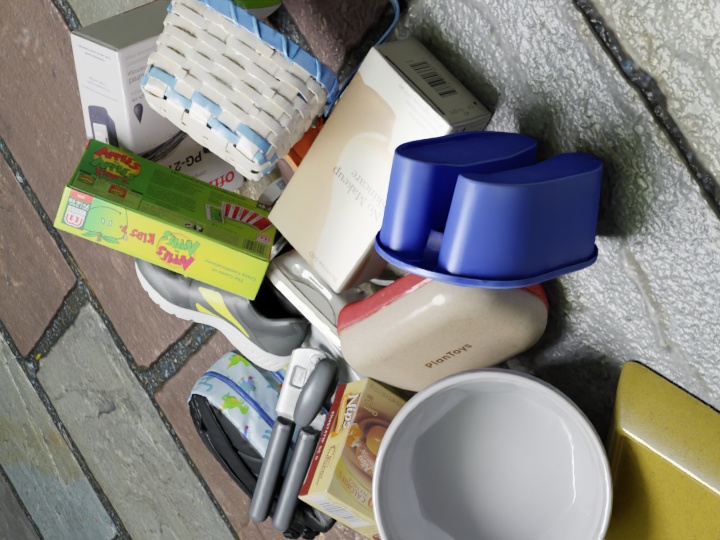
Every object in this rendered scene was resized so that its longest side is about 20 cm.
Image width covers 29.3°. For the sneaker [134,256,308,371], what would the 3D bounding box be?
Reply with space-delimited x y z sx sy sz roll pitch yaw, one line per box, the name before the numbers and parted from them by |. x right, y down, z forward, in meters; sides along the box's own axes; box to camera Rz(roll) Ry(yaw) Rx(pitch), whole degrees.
sneaker | -0.134 0.017 1.392 0.198 0.075 0.085 31 135 -3

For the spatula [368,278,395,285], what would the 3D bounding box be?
spatula | 0.000 0.000 1.326 0.199 0.021 0.057 35 160 10

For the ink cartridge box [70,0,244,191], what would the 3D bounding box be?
ink cartridge box | -0.201 -0.160 1.398 0.084 0.144 0.202 25 131 38

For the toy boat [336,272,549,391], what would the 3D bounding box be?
toy boat | 0.067 0.020 1.217 0.199 0.130 0.132 -31 47 39

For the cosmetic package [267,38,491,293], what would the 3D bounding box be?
cosmetic package | 0.013 -0.089 1.191 0.105 0.071 0.201 45 124 17

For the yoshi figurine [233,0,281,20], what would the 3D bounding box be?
yoshi figurine | -0.130 -0.297 1.247 0.113 0.111 0.202 -127 48 -57

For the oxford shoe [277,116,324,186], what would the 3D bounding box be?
oxford shoe | -0.067 -0.120 1.324 0.201 0.071 0.073 59 150 4

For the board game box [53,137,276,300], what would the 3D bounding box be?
board game box | -0.180 -0.050 1.310 0.198 0.102 0.048 21 120 -8

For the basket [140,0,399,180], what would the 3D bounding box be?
basket | -0.086 -0.196 1.166 0.175 0.201 0.139 35 178 0

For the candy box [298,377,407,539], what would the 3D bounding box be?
candy box | 0.050 0.199 1.267 0.199 0.117 0.055 34 152 -23

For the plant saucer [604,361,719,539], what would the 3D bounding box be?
plant saucer | 0.269 0.205 1.134 0.199 0.048 0.202 33 135 34

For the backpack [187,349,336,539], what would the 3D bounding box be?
backpack | -0.099 0.180 1.499 0.199 0.155 0.163 34 163 -7

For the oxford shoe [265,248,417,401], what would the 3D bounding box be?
oxford shoe | -0.006 0.050 1.315 0.200 0.058 0.075 45 177 2

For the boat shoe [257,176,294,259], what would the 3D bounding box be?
boat shoe | -0.095 -0.009 1.430 0.064 0.070 0.201 49 141 18

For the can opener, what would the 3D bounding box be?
can opener | -0.070 0.170 1.384 0.052 0.066 0.202 20 110 8

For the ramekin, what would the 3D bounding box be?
ramekin | 0.111 0.180 1.169 0.202 0.199 0.105 60 -173 1

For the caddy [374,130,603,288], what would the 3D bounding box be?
caddy | 0.102 -0.038 1.064 0.140 0.199 0.106 23 115 38

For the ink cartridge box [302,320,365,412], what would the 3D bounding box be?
ink cartridge box | -0.002 0.131 1.444 0.163 0.057 0.200 53 164 12
